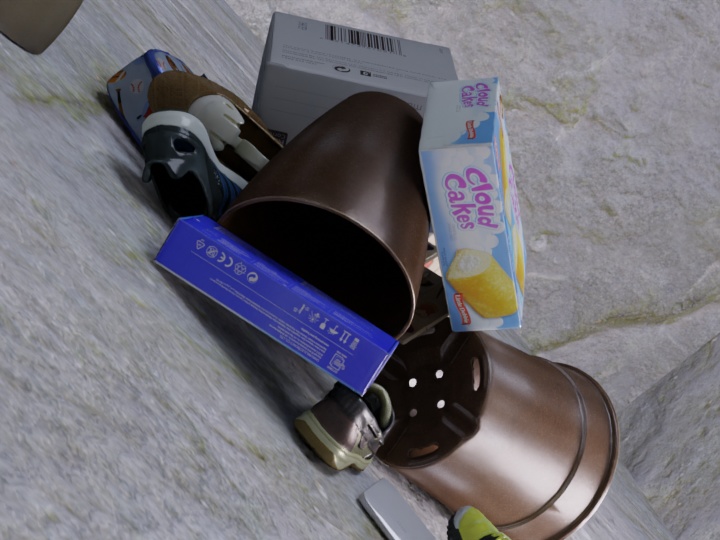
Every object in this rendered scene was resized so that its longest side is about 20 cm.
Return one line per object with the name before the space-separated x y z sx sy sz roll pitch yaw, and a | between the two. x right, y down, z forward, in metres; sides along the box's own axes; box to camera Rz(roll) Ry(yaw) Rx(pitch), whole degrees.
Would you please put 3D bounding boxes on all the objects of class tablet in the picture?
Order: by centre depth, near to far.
tablet | 0.072 0.260 1.350 0.200 0.014 0.130 52 7 7

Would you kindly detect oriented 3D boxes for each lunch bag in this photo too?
lunch bag | -0.174 -0.141 1.620 0.160 0.075 0.200 53 8 2

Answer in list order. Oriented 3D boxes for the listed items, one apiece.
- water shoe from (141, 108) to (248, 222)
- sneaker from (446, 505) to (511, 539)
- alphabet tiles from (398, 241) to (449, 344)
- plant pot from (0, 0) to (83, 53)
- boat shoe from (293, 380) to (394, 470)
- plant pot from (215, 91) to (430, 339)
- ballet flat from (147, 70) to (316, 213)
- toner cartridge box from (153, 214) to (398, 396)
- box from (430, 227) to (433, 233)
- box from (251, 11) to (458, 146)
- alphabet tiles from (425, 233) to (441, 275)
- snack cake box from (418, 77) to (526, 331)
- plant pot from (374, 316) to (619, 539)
water shoe | -0.150 -0.063 1.457 0.200 0.071 0.079 55 35 -52
sneaker | 0.139 0.269 1.370 0.075 0.076 0.200 44 8 -40
alphabet tiles | 0.000 0.000 1.528 0.200 0.167 0.008 33 -45 30
plant pot | -0.303 -0.314 1.426 0.200 0.134 0.200 49 7 -8
boat shoe | -0.002 0.125 1.355 0.072 0.066 0.201 52 7 8
plant pot | -0.012 -0.063 1.430 0.187 0.187 0.200 48 45 -26
ballet flat | -0.110 -0.114 1.492 0.200 0.068 0.072 42 -2 -23
toner cartridge box | -0.066 0.026 1.306 0.200 0.043 0.095 33 5 4
box | -0.013 -0.073 1.806 0.199 0.051 0.158 10 29 -15
box | -0.010 -0.161 1.634 0.198 0.131 0.200 10 23 -6
alphabet tiles | 0.073 0.067 1.716 0.196 0.015 0.201 -41 126 -46
snack cake box | 0.104 -0.058 1.442 0.115 0.067 0.200 -77 159 -52
plant pot | 0.115 0.148 1.538 0.198 0.200 0.200 34 17 -45
